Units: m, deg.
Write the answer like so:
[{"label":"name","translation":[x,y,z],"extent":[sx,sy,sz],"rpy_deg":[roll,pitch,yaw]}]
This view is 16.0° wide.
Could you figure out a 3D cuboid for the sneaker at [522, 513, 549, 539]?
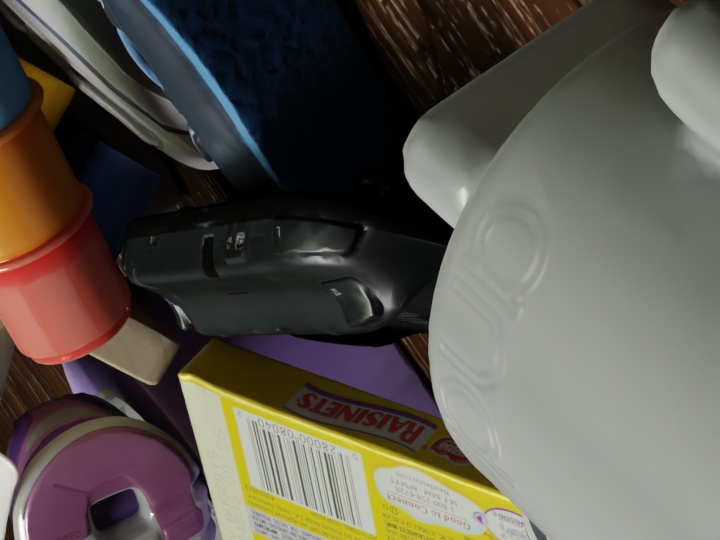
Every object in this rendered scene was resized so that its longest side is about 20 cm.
[{"label":"sneaker","translation":[0.105,0.096,0.631],"extent":[0.200,0.078,0.079],"rpy_deg":[46,162,31]}]

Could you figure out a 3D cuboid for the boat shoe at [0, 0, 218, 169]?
[{"label":"boat shoe","translation":[-0.106,-0.111,0.861],"extent":[0.200,0.073,0.065],"rpy_deg":[52,160,18]}]

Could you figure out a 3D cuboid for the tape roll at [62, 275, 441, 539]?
[{"label":"tape roll","translation":[-0.029,0.081,0.992],"extent":[0.200,0.085,0.200],"rpy_deg":[50,162,22]}]

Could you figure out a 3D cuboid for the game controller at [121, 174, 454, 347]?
[{"label":"game controller","translation":[0.000,0.000,0.736],"extent":[0.200,0.104,0.042],"rpy_deg":[177,96,-70]}]

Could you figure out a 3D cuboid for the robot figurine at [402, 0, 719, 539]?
[{"label":"robot figurine","translation":[0.091,0.025,0.466],"extent":[0.200,0.113,0.170],"rpy_deg":[42,164,41]}]

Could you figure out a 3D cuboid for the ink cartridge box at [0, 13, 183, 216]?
[{"label":"ink cartridge box","translation":[-0.201,-0.070,1.035],"extent":[0.200,0.175,0.084],"rpy_deg":[62,164,-17]}]

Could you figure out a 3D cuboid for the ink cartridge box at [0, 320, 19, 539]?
[{"label":"ink cartridge box","translation":[-0.196,0.039,0.933],"extent":[0.200,0.067,0.117],"rpy_deg":[31,133,12]}]

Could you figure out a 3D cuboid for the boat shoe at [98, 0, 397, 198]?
[{"label":"boat shoe","translation":[-0.061,-0.092,0.738],"extent":[0.069,0.084,0.200],"rpy_deg":[17,138,46]}]

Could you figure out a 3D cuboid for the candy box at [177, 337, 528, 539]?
[{"label":"candy box","translation":[0.036,0.090,0.775],"extent":[0.200,0.026,0.102],"rpy_deg":[18,139,31]}]

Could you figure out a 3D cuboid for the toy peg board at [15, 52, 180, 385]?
[{"label":"toy peg board","translation":[-0.154,-0.066,0.896],"extent":[0.199,0.098,0.200],"rpy_deg":[29,-178,-22]}]

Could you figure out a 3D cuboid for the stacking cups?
[{"label":"stacking cups","translation":[-0.127,-0.062,0.766],"extent":[0.060,0.060,0.200],"rpy_deg":[33,153,54]}]

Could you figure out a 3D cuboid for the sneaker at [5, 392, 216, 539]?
[{"label":"sneaker","translation":[-0.081,0.124,0.950],"extent":[0.088,0.080,0.200],"rpy_deg":[41,153,57]}]
